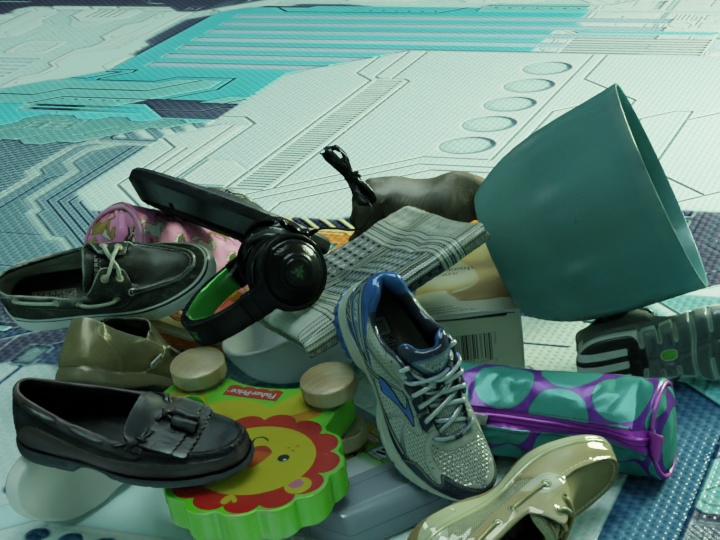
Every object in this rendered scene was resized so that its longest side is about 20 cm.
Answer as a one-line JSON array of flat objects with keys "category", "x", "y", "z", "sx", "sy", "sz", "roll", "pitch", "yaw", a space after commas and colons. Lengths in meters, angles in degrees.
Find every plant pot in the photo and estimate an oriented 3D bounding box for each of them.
[{"category": "plant pot", "x": 0.200, "y": -0.045, "z": 1.495, "sx": 0.161, "sy": 0.201, "sz": 0.201, "roll": -25, "pitch": 17, "yaw": 15}]

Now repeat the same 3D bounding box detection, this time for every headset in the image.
[{"category": "headset", "x": -0.075, "y": -0.018, "z": 1.415, "sx": 0.200, "sy": 0.094, "sz": 0.124, "roll": -36, "pitch": 18, "yaw": -1}]

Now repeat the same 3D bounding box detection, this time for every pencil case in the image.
[{"category": "pencil case", "x": 0.158, "y": 0.122, "z": 1.349, "sx": 0.200, "sy": 0.085, "sz": 0.092, "roll": 3, "pitch": 7, "yaw": 22}, {"category": "pencil case", "x": -0.186, "y": -0.009, "z": 1.642, "sx": 0.083, "sy": 0.087, "sz": 0.200, "roll": 47, "pitch": 17, "yaw": 29}]

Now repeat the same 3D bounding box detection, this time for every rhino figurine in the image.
[{"category": "rhino figurine", "x": 0.084, "y": -0.055, "z": 1.608, "sx": 0.200, "sy": 0.088, "sz": 0.060, "roll": -3, "pitch": 23, "yaw": 11}]

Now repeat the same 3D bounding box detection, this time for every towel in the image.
[{"category": "towel", "x": 0.000, "y": 0.000, "z": 1.450, "sx": 0.192, "sy": 0.035, "sz": 0.200, "roll": -34, "pitch": 16, "yaw": -12}]

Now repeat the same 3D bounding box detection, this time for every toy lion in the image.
[{"category": "toy lion", "x": -0.095, "y": 0.144, "z": 1.306, "sx": 0.200, "sy": 0.069, "sz": 0.192, "roll": 6, "pitch": 32, "yaw": 26}]

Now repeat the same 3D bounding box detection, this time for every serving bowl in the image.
[{"category": "serving bowl", "x": -0.027, "y": 0.046, "z": 1.538, "sx": 0.200, "sy": 0.066, "sz": 0.200, "roll": -28, "pitch": 17, "yaw": 9}]

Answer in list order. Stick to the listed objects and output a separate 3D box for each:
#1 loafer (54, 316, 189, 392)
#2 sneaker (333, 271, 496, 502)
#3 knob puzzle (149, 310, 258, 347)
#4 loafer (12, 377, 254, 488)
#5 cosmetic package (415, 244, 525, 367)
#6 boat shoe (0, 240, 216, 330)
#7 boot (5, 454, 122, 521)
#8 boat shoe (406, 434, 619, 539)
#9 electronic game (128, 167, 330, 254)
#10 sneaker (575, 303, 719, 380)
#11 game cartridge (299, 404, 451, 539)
[{"category": "loafer", "x": -0.201, "y": 0.076, "z": 1.493, "sx": 0.076, "sy": 0.068, "sz": 0.200, "roll": 2, "pitch": -2, "yaw": 21}, {"category": "sneaker", "x": 0.046, "y": 0.088, "z": 1.284, "sx": 0.077, "sy": 0.200, "sz": 0.085, "roll": -26, "pitch": -14, "yaw": -26}, {"category": "knob puzzle", "x": -0.218, "y": 0.044, "z": 1.613, "sx": 0.219, "sy": 0.030, "sz": 0.220, "roll": 20, "pitch": 4, "yaw": -1}, {"category": "loafer", "x": -0.180, "y": 0.120, "z": 1.264, "sx": 0.200, "sy": 0.063, "sz": 0.072, "roll": 3, "pitch": 35, "yaw": 20}, {"category": "cosmetic package", "x": 0.095, "y": 0.035, "z": 1.599, "sx": 0.105, "sy": 0.071, "sz": 0.200, "roll": -7, "pitch": 22, "yaw": -2}, {"category": "boat shoe", "x": -0.232, "y": 0.009, "z": 1.499, "sx": 0.200, "sy": 0.064, "sz": 0.071, "roll": -13, "pitch": 61, "yaw": 4}, {"category": "boot", "x": -0.244, "y": 0.155, "z": 1.393, "sx": 0.090, "sy": 0.073, "sz": 0.200, "roll": 1, "pitch": 13, "yaw": 35}, {"category": "boat shoe", "x": 0.125, "y": 0.186, "z": 1.222, "sx": 0.200, "sy": 0.072, "sz": 0.065, "roll": -23, "pitch": 36, "yaw": -32}, {"category": "electronic game", "x": -0.123, "y": -0.055, "z": 1.552, "sx": 0.200, "sy": 0.042, "sz": 0.200, "roll": 21, "pitch": -3, "yaw": 1}, {"category": "sneaker", "x": 0.290, "y": 0.054, "z": 1.509, "sx": 0.200, "sy": 0.075, "sz": 0.116, "roll": -6, "pitch": 19, "yaw": 1}, {"category": "game cartridge", "x": -0.024, "y": 0.163, "z": 1.355, "sx": 0.133, "sy": 0.041, "sz": 0.200, "roll": -22, "pitch": 27, "yaw": -28}]
